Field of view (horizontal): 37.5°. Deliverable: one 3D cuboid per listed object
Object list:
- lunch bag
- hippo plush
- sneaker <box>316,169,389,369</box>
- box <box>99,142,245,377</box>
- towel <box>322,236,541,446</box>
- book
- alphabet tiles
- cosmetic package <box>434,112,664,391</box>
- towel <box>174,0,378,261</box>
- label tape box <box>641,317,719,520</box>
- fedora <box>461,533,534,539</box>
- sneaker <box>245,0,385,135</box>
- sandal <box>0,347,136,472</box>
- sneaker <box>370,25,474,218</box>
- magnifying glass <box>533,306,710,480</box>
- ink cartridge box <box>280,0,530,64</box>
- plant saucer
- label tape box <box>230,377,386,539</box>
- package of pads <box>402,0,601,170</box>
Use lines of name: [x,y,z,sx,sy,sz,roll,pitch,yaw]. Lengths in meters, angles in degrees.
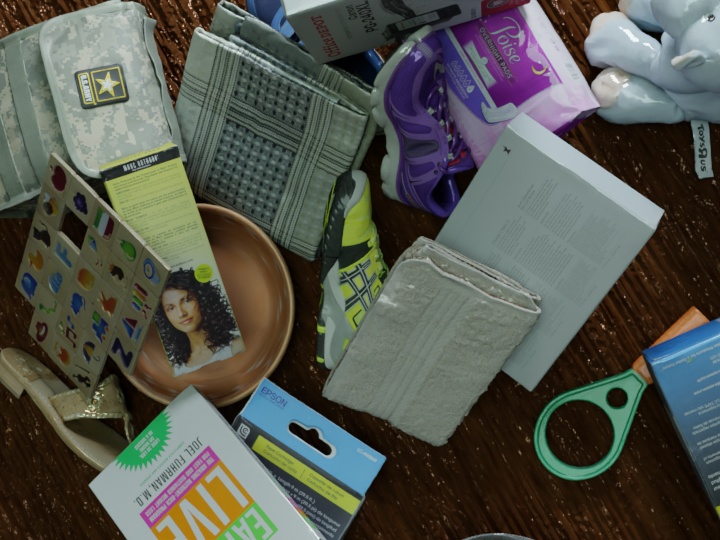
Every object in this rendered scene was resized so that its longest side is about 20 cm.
lunch bag: [-0.273,-0.153,1.024,0.199,0.117,0.165,-18,85,21]
hippo plush: [0.275,-0.183,0.904,0.158,0.161,0.201,-17,85,10]
sneaker: [0.000,0.000,0.983,0.076,0.076,0.201,3,119,-1]
box: [-0.171,-0.010,0.967,0.075,0.050,0.201,-21,103,-10]
towel: [0.061,0.070,0.946,0.132,0.035,0.201,25,124,-6]
book: [-0.137,0.217,0.947,0.134,0.048,0.200,-45,60,-4]
alphabet tiles: [-0.256,0.019,0.978,0.167,0.008,0.201,42,128,19]
cosmetic package: [0.147,-0.014,0.937,0.150,0.052,0.200,36,123,7]
towel: [-0.090,-0.127,0.997,0.192,0.035,0.201,32,123,10]
label tape box: [0.353,0.137,0.923,0.144,0.063,0.201,-24,92,7]
fedora: [0.133,0.320,0.952,0.177,0.090,0.200,-41,88,9]
sneaker: [-0.035,-0.216,1.007,0.200,0.082,0.074,43,98,11]
sandal: [-0.270,0.125,1.045,0.211,0.078,0.070,35,101,15]
sneaker: [0.066,-0.127,0.936,0.083,0.201,0.081,32,62,28]
magnifying glass: [0.242,0.111,0.974,0.200,0.022,0.080,-46,81,8]
ink cartridge box: [0.033,-0.248,0.862,0.199,0.145,0.084,-16,84,7]
plant saucer: [-0.157,0.036,1.045,0.199,0.037,0.202,0,90,11]
label tape box: [-0.080,0.222,1.011,0.143,0.066,0.201,31,92,9]
package of pads: [0.120,-0.196,0.969,0.120,0.076,0.201,-34,81,28]
